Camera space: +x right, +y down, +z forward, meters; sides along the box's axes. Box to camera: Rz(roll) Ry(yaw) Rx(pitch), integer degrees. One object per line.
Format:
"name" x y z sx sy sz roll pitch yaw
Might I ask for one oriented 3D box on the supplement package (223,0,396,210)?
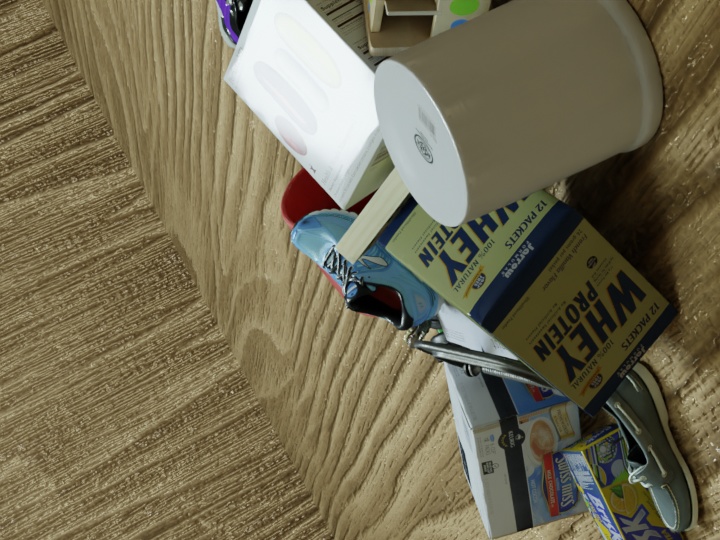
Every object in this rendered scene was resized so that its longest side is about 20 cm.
"supplement package" -0.007 -0.213 1.339 0.200 0.147 0.191 47 145 12

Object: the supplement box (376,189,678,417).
"supplement box" 0.161 0.006 1.266 0.200 0.134 0.200 38 -178 -37

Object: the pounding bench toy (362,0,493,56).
"pounding bench toy" 0.066 -0.328 1.206 0.156 0.124 0.201 99 166 -61

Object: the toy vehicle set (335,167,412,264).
"toy vehicle set" 0.057 -0.103 1.320 0.026 0.124 0.200 40 124 3

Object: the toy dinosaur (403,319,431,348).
"toy dinosaur" 0.039 -0.003 1.578 0.088 0.047 0.201 11 127 34

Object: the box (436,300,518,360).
"box" 0.144 -0.001 1.510 0.177 0.096 0.200 67 163 -11

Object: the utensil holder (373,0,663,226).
"utensil holder" 0.134 -0.148 1.142 0.170 0.199 0.170 55 162 28

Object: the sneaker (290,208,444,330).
"sneaker" 0.000 0.000 1.517 0.200 0.090 0.079 32 130 13

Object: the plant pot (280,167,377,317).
"plant pot" 0.017 -0.050 1.703 0.200 0.200 0.178 42 163 52

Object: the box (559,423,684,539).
"box" 0.307 0.278 1.466 0.201 0.070 0.064 65 165 -1

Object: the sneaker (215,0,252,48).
"sneaker" -0.192 -0.434 1.972 0.099 0.069 0.201 18 136 59

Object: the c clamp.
"c clamp" 0.163 0.113 1.431 0.199 0.027 0.171 12 174 36

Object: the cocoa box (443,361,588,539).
"cocoa box" 0.189 0.198 1.561 0.134 0.131 0.201 -109 5 -52

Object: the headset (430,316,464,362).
"headset" 0.130 0.066 1.741 0.200 0.094 0.124 -116 2 -69

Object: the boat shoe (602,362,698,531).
"boat shoe" 0.301 0.197 1.379 0.073 0.062 0.201 19 133 67
